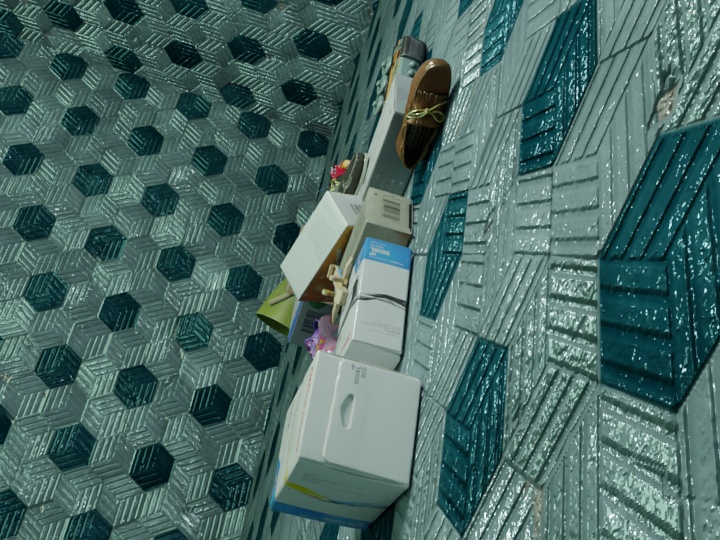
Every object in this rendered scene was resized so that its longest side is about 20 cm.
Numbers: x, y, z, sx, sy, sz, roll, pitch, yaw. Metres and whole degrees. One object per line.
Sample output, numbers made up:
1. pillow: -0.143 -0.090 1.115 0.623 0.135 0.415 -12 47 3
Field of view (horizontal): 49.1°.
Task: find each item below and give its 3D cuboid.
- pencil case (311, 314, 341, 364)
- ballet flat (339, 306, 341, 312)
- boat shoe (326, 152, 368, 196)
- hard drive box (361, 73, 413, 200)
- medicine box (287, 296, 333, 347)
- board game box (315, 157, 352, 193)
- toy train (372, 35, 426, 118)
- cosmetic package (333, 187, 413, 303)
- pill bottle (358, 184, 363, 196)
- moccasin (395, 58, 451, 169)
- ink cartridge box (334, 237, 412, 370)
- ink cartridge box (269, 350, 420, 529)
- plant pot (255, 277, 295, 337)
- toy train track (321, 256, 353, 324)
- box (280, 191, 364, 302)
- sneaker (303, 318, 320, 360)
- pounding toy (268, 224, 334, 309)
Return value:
1. pencil case: -0.056 0.181 1.590 0.202 0.086 0.088 -82 11 -47
2. ballet flat: 0.000 0.000 1.607 0.067 0.056 0.204 -111 37 -74
3. boat shoe: -0.042 -0.149 1.596 0.072 0.060 0.204 -98 29 -68
4. hard drive box: 0.069 -0.249 1.527 0.157 0.075 0.202 -85 12 -50
5. medicine box: -0.116 0.077 2.106 0.202 0.101 0.184 -87 15 -54
6. board game box: -0.018 -0.227 1.727 0.040 0.197 0.158 64 -162 -6
7. toy train: 0.087 -0.406 1.704 0.114 0.084 0.204 143 142 -61
8. cosmetic package: 0.022 -0.032 1.410 0.104 0.086 0.202 -86 15 -47
9. pill bottle: -0.018 -0.083 1.704 0.110 0.107 0.204 -170 95 -82
10. moccasin: 0.105 -0.261 1.324 0.079 0.072 0.203 -96 23 -44
11. ink cartridge box: 0.017 0.075 1.254 0.146 0.083 0.203 114 168 -50
12. ink cartridge box: -0.023 0.228 1.031 0.201 0.142 0.149 117 166 -55
13. plant pot: -0.208 0.100 2.538 0.202 0.185 0.187 -61 4 -16
14. toy train track: -0.048 0.020 1.376 0.200 0.032 0.117 -115 41 -76
15. box: -0.049 -0.042 1.543 0.201 0.123 0.098 -55 51 31
16. sneaker: -0.093 0.193 1.801 0.202 0.082 0.081 -85 13 -47
17. pounding toy: -0.102 0.011 1.840 0.142 0.181 0.204 -175 101 -82
